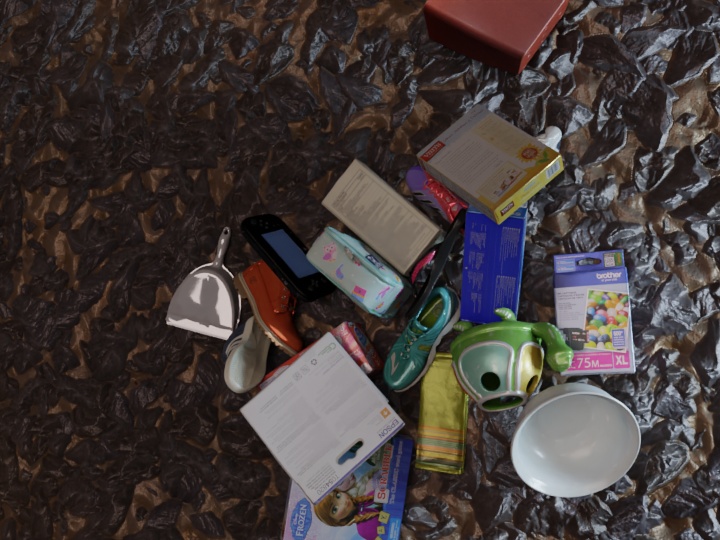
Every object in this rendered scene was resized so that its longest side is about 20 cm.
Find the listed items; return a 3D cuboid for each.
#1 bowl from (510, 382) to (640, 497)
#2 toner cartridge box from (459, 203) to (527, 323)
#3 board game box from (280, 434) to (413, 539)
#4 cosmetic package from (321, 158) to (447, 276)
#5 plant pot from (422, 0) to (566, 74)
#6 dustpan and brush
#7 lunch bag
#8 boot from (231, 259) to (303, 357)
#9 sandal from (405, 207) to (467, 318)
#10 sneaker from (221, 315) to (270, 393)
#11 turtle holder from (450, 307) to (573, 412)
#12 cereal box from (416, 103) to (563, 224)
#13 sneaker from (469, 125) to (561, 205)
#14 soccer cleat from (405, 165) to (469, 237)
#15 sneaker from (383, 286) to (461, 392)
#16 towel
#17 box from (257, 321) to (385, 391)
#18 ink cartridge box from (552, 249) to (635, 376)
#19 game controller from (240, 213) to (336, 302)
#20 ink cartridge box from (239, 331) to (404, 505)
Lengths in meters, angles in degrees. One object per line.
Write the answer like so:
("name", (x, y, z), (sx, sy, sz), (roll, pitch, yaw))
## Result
("bowl", (0.325, 0.248, 1.273), (0.199, 0.091, 0.203), (-1, 117, -1))
("toner cartridge box", (0.215, -0.008, 1.326), (0.094, 0.043, 0.202), (8, 119, 15))
("board game box", (-0.022, 0.368, 1.374), (0.198, 0.041, 0.202), (9, 87, -10))
("cosmetic package", (0.044, -0.089, 1.420), (0.200, 0.087, 0.104), (43, 99, 16))
("plant pot", (0.236, -0.440, 1.349), (0.176, 0.200, 0.200), (37, 96, 5))
("dustpan and brush", (-0.278, 0.016, 1.539), (0.138, 0.057, 0.202), (14, 95, 8))
("lunch bag", (0.000, 0.000, 1.366), (0.160, 0.200, 0.077), (43, 96, 19))
("boot", (-0.143, 0.060, 1.470), (0.107, 0.075, 0.201), (-36, 68, 5))
("sandal", (0.115, -0.016, 1.341), (0.045, 0.075, 0.201), (25, 100, -2))
("sneaker", (-0.214, 0.162, 1.438), (0.084, 0.200, 0.075), (-34, 106, 21))
("turtle holder", (0.238, 0.149, 1.301), (0.184, 0.141, 0.133), (-4, 59, 3))
("cereal box", (0.203, -0.174, 1.303), (0.144, 0.040, 0.200), (-39, 48, -8))
("sneaker", (0.235, -0.187, 1.371), (0.129, 0.080, 0.200), (37, 85, 30))
("soccer cleat", (0.153, -0.115, 1.392), (0.200, 0.076, 0.067), (45, 97, 16))
("sneaker", (0.095, 0.111, 1.381), (0.077, 0.080, 0.201), (31, 90, 26))
("towel", (0.140, 0.242, 1.392), (0.085, 0.018, 0.202), (2, 85, 17))
("box", (-0.067, 0.183, 1.423), (0.199, 0.095, 0.100), (-35, 77, 12))
("ink cartridge box", (0.376, 0.068, 1.322), (0.118, 0.042, 0.202), (-5, 81, 17))
("game controller", (-0.129, -0.025, 1.463), (0.200, 0.104, 0.042), (48, 132, 16))
("ink cartridge box", (-0.061, 0.239, 1.323), (0.199, 0.041, 0.200), (-40, 74, -4))
